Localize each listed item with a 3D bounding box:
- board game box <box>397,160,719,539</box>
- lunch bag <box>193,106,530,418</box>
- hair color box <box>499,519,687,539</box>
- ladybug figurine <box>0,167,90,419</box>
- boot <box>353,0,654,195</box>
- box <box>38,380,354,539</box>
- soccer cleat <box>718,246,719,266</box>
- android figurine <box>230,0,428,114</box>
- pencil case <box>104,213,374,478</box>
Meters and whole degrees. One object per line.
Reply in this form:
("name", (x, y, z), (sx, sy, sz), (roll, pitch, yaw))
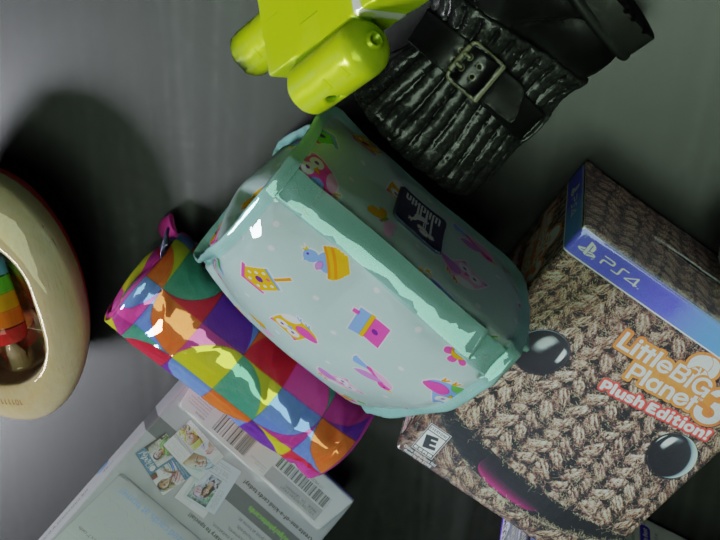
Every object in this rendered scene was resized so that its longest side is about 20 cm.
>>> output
("board game box", (0.146, 0.065, 0.725), (0.159, 0.097, 0.201), (33, 119, -6))
("lunch bag", (0.000, 0.000, 0.663), (0.170, 0.200, 0.122), (41, 78, -9))
("hair color box", (0.194, 0.233, 0.794), (0.198, 0.110, 0.065), (28, 121, -2))
("ladybug figurine", (-0.252, 0.009, 0.800), (0.134, 0.072, 0.202), (2, 118, 12))
("boot", (0.047, -0.156, 0.642), (0.157, 0.080, 0.211), (-35, 105, 26))
("box", (-0.127, 0.192, 0.827), (0.156, 0.041, 0.200), (42, 83, -11))
("soccer cleat", (0.307, -0.028, 0.647), (0.198, 0.078, 0.070), (-22, 111, 16))
("android figurine", (-0.016, -0.182, 0.599), (0.199, 0.041, 0.184), (-20, 76, 55))
("pencil case", (-0.080, 0.055, 0.780), (0.200, 0.089, 0.088), (42, 118, -11))
